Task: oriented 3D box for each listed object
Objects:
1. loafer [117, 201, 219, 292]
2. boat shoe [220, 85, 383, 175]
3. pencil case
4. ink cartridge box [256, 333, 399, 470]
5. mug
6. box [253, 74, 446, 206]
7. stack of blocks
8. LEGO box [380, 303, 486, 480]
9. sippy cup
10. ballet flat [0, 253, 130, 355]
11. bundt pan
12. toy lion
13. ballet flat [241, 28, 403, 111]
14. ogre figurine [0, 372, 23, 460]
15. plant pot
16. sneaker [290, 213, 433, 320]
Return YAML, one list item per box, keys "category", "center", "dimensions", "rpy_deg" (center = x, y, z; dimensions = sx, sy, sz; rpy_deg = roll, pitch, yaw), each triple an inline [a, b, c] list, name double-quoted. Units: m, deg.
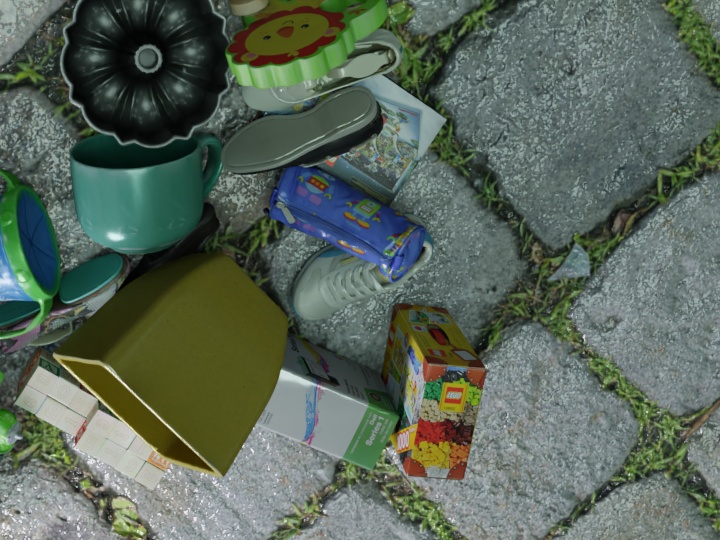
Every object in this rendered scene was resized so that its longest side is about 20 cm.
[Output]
- category: "loafer"
  center: [-0.233, 0.002, 1.671]
  dimensions: [0.071, 0.073, 0.200]
  rpy_deg: [34, 105, -29]
- category: "boat shoe"
  center: [-0.067, -0.154, 1.605]
  dimensions: [0.198, 0.075, 0.060]
  rpy_deg: [-24, 149, 5]
- category: "pencil case"
  center: [-0.020, -0.060, 1.635]
  dimensions: [0.198, 0.087, 0.079]
  rpy_deg: [28, 125, 13]
- category: "ink cartridge box"
  center: [-0.066, 0.153, 1.707]
  dimensions: [0.198, 0.145, 0.085]
  rpy_deg: [24, 103, -17]
- category: "mug"
  center: [-0.243, -0.090, 1.586]
  dimensions: [0.182, 0.152, 0.116]
  rpy_deg: [-5, 114, -10]
- category: "box"
  center: [-0.012, -0.184, 1.659]
  dimensions: [0.199, 0.038, 0.137]
  rpy_deg: [32, 100, -19]
- category: "stack of blocks"
  center: [-0.326, 0.178, 1.682]
  dimensions: [0.199, 0.115, 0.059]
  rpy_deg: [33, 100, -19]
- category: "LEGO box"
  center: [0.085, 0.149, 1.705]
  dimensions: [0.076, 0.200, 0.151]
  rpy_deg: [6, 107, -13]
- category: "sippy cup"
  center: [-0.436, -0.019, 1.592]
  dimensions: [0.129, 0.180, 0.140]
  rpy_deg: [-15, 149, 6]
- category: "ballet flat"
  center: [-0.362, 0.046, 1.663]
  dimensions: [0.198, 0.069, 0.072]
  rpy_deg: [-25, 130, 3]
- category: "bundt pan"
  center: [-0.249, -0.244, 1.562]
  dimensions: [0.199, 0.076, 0.205]
  rpy_deg: [-3, 101, -18]
- category: "toy lion"
  center: [-0.059, -0.272, 1.530]
  dimensions: [0.198, 0.192, 0.069]
  rpy_deg: [-21, 125, -7]
- category: "ballet flat"
  center: [-0.043, -0.234, 1.581]
  dimensions: [0.197, 0.070, 0.070]
  rpy_deg: [-18, 111, -4]
- category: "ogre figurine"
  center: [-0.484, 0.157, 1.641]
  dimensions: [0.098, 0.119, 0.202]
  rpy_deg: [-36, 107, -35]
- category: "plant pot"
  center: [-0.198, 0.090, 1.564]
  dimensions: [0.194, 0.195, 0.201]
  rpy_deg: [47, 68, -21]
- category: "sneaker"
  center: [0.000, 0.000, 1.703]
  dimensions: [0.199, 0.081, 0.077]
  rpy_deg: [-32, 113, 3]
